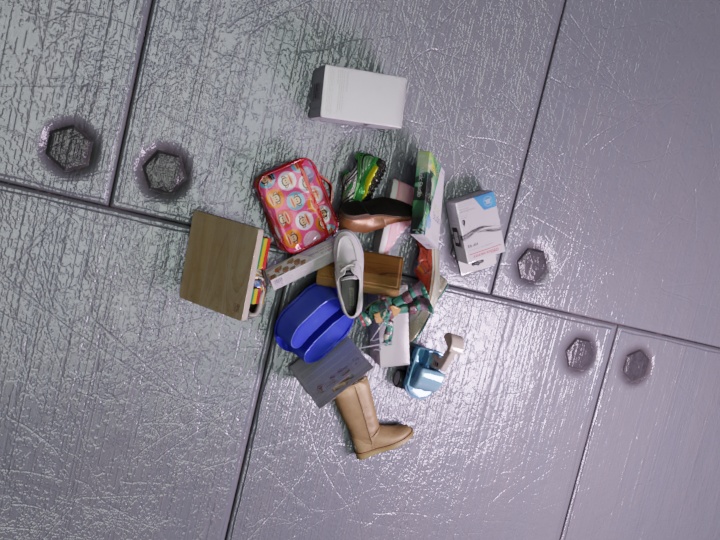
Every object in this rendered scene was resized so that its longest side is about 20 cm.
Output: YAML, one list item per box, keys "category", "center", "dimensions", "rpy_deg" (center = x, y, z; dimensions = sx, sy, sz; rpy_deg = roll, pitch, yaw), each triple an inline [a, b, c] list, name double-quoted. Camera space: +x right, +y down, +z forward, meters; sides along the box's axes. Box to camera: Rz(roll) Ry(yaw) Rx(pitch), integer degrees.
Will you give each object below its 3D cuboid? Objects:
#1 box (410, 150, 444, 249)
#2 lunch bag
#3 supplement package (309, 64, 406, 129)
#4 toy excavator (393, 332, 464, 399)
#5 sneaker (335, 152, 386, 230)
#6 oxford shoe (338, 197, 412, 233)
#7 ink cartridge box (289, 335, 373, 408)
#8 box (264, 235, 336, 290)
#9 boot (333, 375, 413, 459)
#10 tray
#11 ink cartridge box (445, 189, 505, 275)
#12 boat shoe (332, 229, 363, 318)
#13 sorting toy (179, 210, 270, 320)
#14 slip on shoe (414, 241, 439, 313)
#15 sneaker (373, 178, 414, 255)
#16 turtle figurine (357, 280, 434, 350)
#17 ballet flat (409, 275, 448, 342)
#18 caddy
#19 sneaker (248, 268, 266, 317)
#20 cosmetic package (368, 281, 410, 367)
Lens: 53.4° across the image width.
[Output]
- category: "box"
  center: [0.163, -0.166, 1.718]
  dimensions: [0.036, 0.144, 0.204]
  rpy_deg: [1, 79, 21]
- category: "lunch bag"
  center: [-0.140, -0.156, 1.674]
  dimensions: [0.174, 0.082, 0.203]
  rpy_deg: [-27, 103, -17]
- category: "supplement package"
  center: [-0.007, -0.398, 1.657]
  dimensions: [0.197, 0.117, 0.120]
  rpy_deg: [4, 97, -18]
- category: "toy excavator"
  center: [0.181, 0.237, 1.775]
  dimensions: [0.098, 0.200, 0.198]
  rpy_deg: [17, 94, -20]
- category: "sneaker"
  center: [-0.015, -0.188, 1.722]
  dimensions: [0.084, 0.078, 0.202]
  rpy_deg: [30, 97, 17]
- category: "oxford shoe"
  center: [0.038, -0.125, 1.683]
  dimensions: [0.197, 0.072, 0.072]
  rpy_deg: [-5, 133, -21]
- category: "ink cartridge box"
  center: [-0.064, 0.241, 1.695]
  dimensions: [0.160, 0.200, 0.050]
  rpy_deg: [-37, 126, -9]
- category: "box"
  center: [-0.125, -0.019, 1.666]
  dimensions: [0.198, 0.039, 0.042]
  rpy_deg: [-27, 144, -11]
- category: "boot"
  center: [0.034, 0.362, 1.820]
  dimensions: [0.173, 0.066, 0.203]
  rpy_deg: [-20, 103, -15]
- category: "tray"
  center: [0.000, 0.000, 1.702]
  dimensions: [0.196, 0.037, 0.100]
  rpy_deg: [10, 55, 1]
- category: "ink cartridge box"
  center: [0.299, -0.093, 1.832]
  dimensions: [0.114, 0.067, 0.203]
  rpy_deg: [-18, 104, -15]
- category: "boat shoe"
  center: [-0.028, 0.009, 1.626]
  dimensions: [0.071, 0.066, 0.204]
  rpy_deg: [0, 96, 1]
- category: "sorting toy"
  center: [-0.297, -0.013, 1.598]
  dimensions: [0.069, 0.196, 0.204]
  rpy_deg: [0, 104, -58]
- category: "slip on shoe"
  center: [0.165, 0.011, 1.774]
  dimensions: [0.060, 0.074, 0.203]
  rpy_deg: [-3, 67, 11]
- category: "sneaker"
  center: [0.100, -0.114, 1.758]
  dimensions: [0.103, 0.075, 0.204]
  rpy_deg: [14, 90, -14]
- category: "turtle figurine"
  center: [0.066, 0.101, 1.644]
  dimensions: [0.198, 0.150, 0.102]
  rpy_deg: [-26, 66, 1]
- category: "ballet flat"
  center: [0.153, 0.089, 1.803]
  dimensions: [0.062, 0.067, 0.201]
  rpy_deg: [38, 63, -9]
- category: "caddy"
  center: [-0.113, 0.121, 1.714]
  dimensions: [0.200, 0.105, 0.142]
  rpy_deg: [-43, 132, -9]
- category: "sneaker"
  center: [-0.246, 0.007, 1.656]
  dimensions: [0.074, 0.090, 0.204]
  rpy_deg: [-3, 100, -17]
- category: "cosmetic package"
  center: [0.069, 0.129, 1.771]
  dimensions: [0.089, 0.107, 0.204]
  rpy_deg: [-7, 102, -13]
